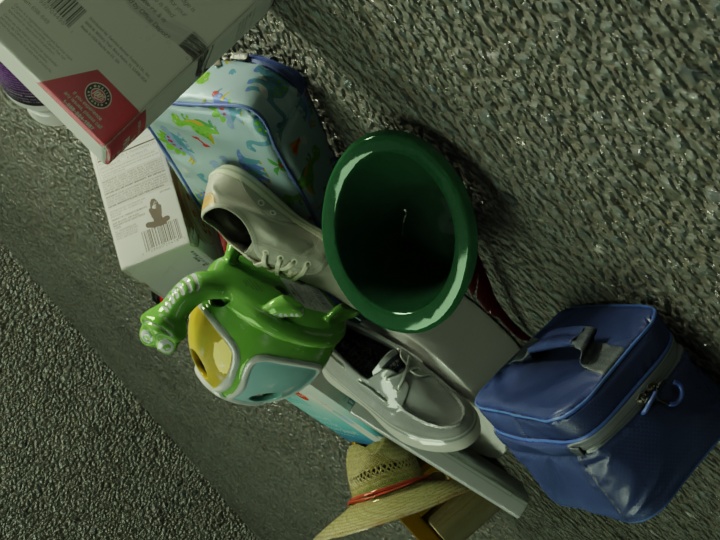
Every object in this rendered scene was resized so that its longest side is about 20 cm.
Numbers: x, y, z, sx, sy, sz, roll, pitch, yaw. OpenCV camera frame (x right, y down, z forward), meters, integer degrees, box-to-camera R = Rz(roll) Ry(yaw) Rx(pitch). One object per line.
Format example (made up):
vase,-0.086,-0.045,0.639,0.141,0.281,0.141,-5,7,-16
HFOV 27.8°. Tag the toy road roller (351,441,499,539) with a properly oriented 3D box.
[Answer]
toy road roller,0.071,0.234,1.791,0.200,0.123,0.146,50,178,-18

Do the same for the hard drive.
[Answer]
hard drive,0.081,0.186,1.513,0.199,0.026,0.132,32,-179,2

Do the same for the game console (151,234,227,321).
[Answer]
game console,-0.179,-0.051,1.648,0.172,0.119,0.201,28,140,21

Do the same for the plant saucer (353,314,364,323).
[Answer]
plant saucer,-0.022,0.052,1.648,0.199,0.036,0.200,27,165,8

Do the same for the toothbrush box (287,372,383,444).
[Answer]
toothbrush box,-0.035,0.116,1.648,0.200,0.086,0.146,38,162,-24

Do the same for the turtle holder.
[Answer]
turtle holder,-0.103,0.059,1.370,0.141,0.132,0.185,37,-160,17

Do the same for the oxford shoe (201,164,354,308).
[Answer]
oxford shoe,-0.066,-0.017,1.335,0.200,0.058,0.075,37,150,-6

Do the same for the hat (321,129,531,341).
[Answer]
hat,0.080,-0.039,1.286,0.165,0.176,0.201,37,125,28

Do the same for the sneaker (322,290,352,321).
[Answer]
sneaker,0.000,0.000,1.453,0.070,0.078,0.200,50,161,-5

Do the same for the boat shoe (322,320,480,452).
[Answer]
boat shoe,0.033,0.104,1.414,0.200,0.072,0.069,37,156,37

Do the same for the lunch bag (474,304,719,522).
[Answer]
lunch bag,0.189,0.104,1.160,0.132,0.136,0.200,47,163,-12

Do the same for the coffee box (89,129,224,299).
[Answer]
coffee box,-0.211,-0.086,1.485,0.114,0.079,0.201,49,-159,-67

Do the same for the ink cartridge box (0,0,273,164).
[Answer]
ink cartridge box,-0.187,-0.209,1.185,0.146,0.200,0.085,45,169,-1

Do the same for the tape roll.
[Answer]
tape roll,0.092,0.097,1.487,0.202,0.071,0.203,40,163,14

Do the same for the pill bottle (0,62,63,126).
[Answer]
pill bottle,-0.371,-0.254,1.667,0.111,0.111,0.200,38,162,21

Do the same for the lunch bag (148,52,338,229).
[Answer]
lunch bag,-0.110,-0.116,1.368,0.160,0.083,0.200,7,145,30

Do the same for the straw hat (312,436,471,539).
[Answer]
straw hat,0.025,0.221,1.566,0.201,0.200,0.086,145,108,-73
